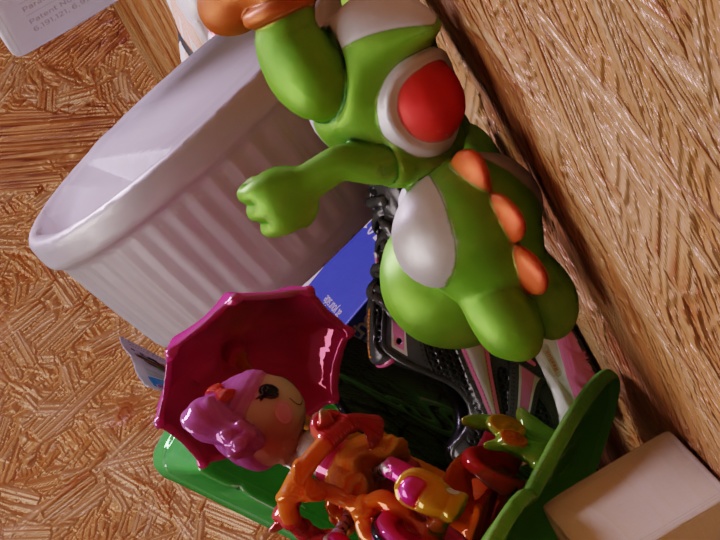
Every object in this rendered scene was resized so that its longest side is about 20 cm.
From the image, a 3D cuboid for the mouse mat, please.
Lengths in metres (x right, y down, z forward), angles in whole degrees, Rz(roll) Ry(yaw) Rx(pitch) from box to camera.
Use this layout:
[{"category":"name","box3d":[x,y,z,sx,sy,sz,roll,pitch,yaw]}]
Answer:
[{"category":"mouse mat","box3d":[0.057,0.083,1.459,0.199,0.008,0.161,27,-167,-26]}]

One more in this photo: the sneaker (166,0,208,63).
[{"category":"sneaker","box3d":[-0.083,-0.150,1.858,0.201,0.073,0.080,62,174,-22]}]

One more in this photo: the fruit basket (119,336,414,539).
[{"category":"fruit basket","box3d":[-0.034,0.080,1.540,0.185,0.094,0.200,27,-174,-9]}]

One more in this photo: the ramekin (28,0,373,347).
[{"category":"ramekin","box3d":[-0.060,-0.047,1.458,0.094,0.202,0.202,49,179,-13]}]

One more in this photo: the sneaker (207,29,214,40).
[{"category":"sneaker","box3d":[-0.050,-0.114,1.749,0.108,0.067,0.201,63,172,-15]}]

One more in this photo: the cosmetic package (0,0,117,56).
[{"category":"cosmetic package","box3d":[-0.167,-0.254,1.492,0.168,0.166,0.200,57,176,36]}]

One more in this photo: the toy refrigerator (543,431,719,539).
[{"category":"toy refrigerator","box3d":[0.149,0.174,1.226,0.201,0.070,0.076,62,176,-23]}]

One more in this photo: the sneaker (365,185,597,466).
[{"category":"sneaker","box3d":[0.034,0.005,1.358,0.201,0.086,0.080,60,176,2]}]

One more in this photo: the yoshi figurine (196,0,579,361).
[{"category":"yoshi figurine","box3d":[0.013,-0.044,1.234,0.201,0.112,0.112,58,-168,5]}]

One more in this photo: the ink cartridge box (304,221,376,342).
[{"category":"ink cartridge box","box3d":[0.000,0.000,1.653,0.044,0.094,0.200,40,-178,-19]}]

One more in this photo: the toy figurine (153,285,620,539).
[{"category":"toy figurine","box3d":[-0.008,0.081,1.271,0.183,0.151,0.200,25,-162,12]}]
